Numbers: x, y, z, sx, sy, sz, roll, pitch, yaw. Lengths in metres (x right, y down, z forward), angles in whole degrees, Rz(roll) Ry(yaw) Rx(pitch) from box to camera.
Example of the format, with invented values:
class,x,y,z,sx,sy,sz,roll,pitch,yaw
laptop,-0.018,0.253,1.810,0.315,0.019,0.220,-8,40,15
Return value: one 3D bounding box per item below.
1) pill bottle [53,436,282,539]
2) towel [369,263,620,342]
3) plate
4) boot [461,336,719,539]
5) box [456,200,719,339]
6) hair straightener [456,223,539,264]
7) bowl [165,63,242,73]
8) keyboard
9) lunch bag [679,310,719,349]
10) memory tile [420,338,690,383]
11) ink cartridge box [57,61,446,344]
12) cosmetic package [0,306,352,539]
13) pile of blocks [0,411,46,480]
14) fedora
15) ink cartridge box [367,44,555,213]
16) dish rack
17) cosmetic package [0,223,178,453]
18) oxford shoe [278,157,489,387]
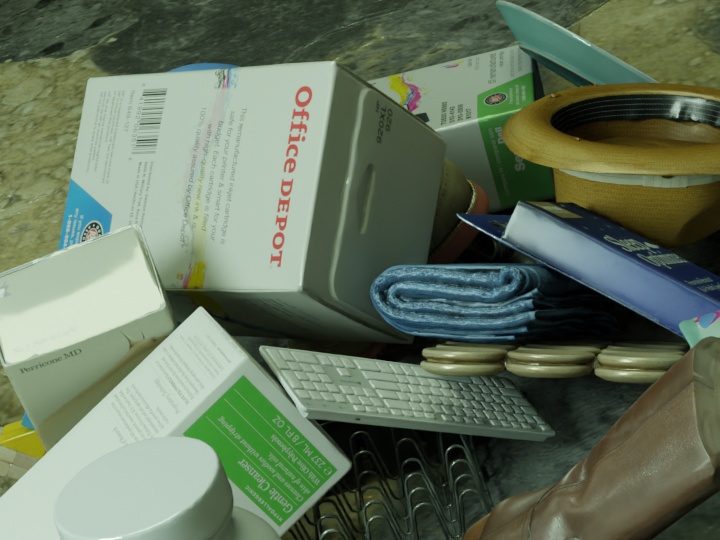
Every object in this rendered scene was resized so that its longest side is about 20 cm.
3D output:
class,x,y,z,sx,sy,sz,roll,pitch,yaw
pill bottle,-0.076,0.184,0.884,0.112,0.201,0.112,-14,26,7
towel,0.089,0.020,1.169,0.111,0.049,0.200,2,1,24
plate,0.187,-0.152,1.445,0.026,0.200,0.200,-59,30,5
boot,0.118,0.136,0.894,0.200,0.064,0.187,-40,23,32
box,0.164,-0.001,1.132,0.199,0.033,0.121,27,11,18
hair straightener,0.080,-0.023,1.340,0.041,0.077,0.200,-44,34,-2
bowl,-0.106,-0.051,1.362,0.200,0.201,0.039,-33,31,-29
keyboard,0.031,0.071,1.072,0.199,0.011,0.056,10,35,-41
lunch bag,0.271,0.093,0.944,0.170,0.122,0.200,-15,33,1
memory tile,0.121,0.053,1.112,0.153,0.017,0.200,1,1,12
ink cartridge box,-0.070,-0.039,1.201,0.199,0.145,0.148,1,76,33
cosmetic package,-0.118,0.133,1.045,0.200,0.108,0.085,-46,31,-3
pile of blocks,-0.171,0.085,1.271,0.199,0.082,0.062,-14,26,8
fedora,0.195,-0.067,1.250,0.200,0.082,0.201,-1,23,0
ink cartridge box,0.052,-0.101,1.495,0.199,0.084,0.145,-13,26,10
dish rack,0.009,0.141,1.083,0.153,0.055,0.200,-18,26,2
cosmetic package,-0.150,0.074,1.134,0.103,0.200,0.073,-21,52,-4
oxford shoe,0.000,0.000,1.277,0.200,0.075,0.070,-52,40,-6
